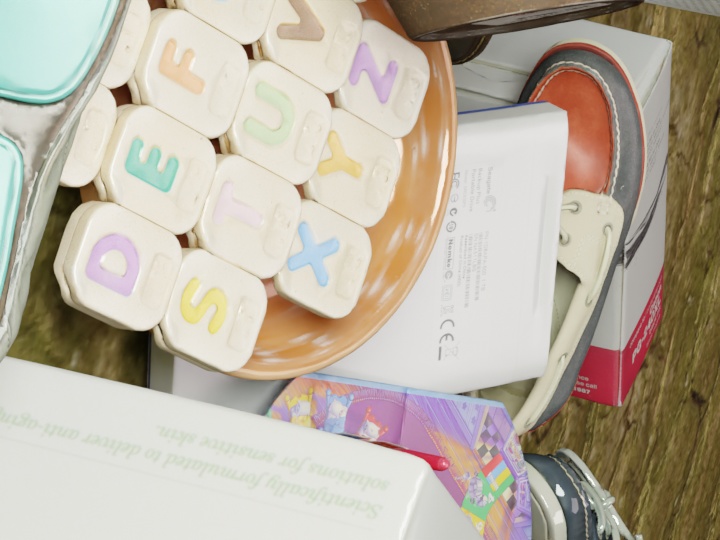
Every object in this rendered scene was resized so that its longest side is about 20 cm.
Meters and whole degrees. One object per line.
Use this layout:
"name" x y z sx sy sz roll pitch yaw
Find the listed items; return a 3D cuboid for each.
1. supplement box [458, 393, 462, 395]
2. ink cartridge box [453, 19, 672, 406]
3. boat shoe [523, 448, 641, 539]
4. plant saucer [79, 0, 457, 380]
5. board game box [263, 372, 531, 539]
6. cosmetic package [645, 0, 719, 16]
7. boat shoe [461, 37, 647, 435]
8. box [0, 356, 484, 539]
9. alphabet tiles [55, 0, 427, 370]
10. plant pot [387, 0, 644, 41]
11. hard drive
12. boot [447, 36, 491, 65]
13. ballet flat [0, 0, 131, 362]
"supplement box" 0.021 0.057 1.385 0.200 0.061 0.109 89 24 -43
"ink cartridge box" 0.084 -0.040 1.452 0.200 0.145 0.083 87 26 -43
"boat shoe" 0.101 0.135 1.413 0.062 0.075 0.200 -23 156 -10
"plant saucer" -0.041 -0.056 1.130 0.200 0.037 0.200 -5 98 -43
"board game box" 0.022 0.131 1.230 0.200 0.039 0.158 11 85 -44
"cosmetic package" 0.122 -0.181 1.368 0.102 0.200 0.074 36 70 -72
"boat shoe" 0.088 -0.012 1.330 0.063 0.071 0.200 -36 142 -61
"box" -0.074 0.162 1.050 0.171 0.199 0.200 55 50 -67
"alphabet tiles" -0.050 -0.067 1.075 0.196 0.015 0.200 29 75 -42
"plant pot" 0.049 -0.194 1.060 0.187 0.187 0.200 -12 93 -70
"hard drive" 0.000 0.000 1.233 0.200 0.025 0.132 -9 115 -30
"boot" 0.017 -0.175 1.244 0.097 0.075 0.200 -39 131 -50
"ballet flat" -0.130 -0.053 0.965 0.064 0.067 0.200 165 -58 -79
